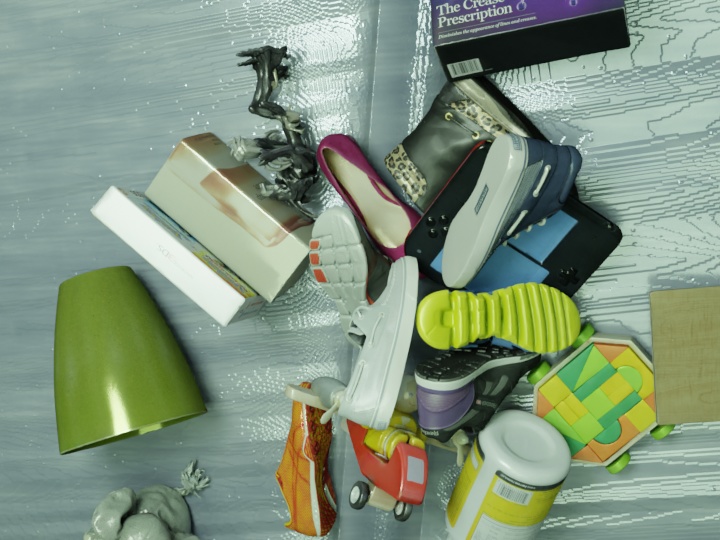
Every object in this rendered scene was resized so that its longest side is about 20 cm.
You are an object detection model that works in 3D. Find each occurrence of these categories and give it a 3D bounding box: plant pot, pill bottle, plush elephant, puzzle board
[{"bbox_3d":[-0.304,0.104,1.341,0.185,0.187,0.203,-19,82,17],"label":"plant pot"},{"bbox_3d":[0.164,0.271,1.266,0.111,0.112,0.202,23,124,8],"label":"pill bottle"},{"bbox_3d":[-0.277,0.350,1.382,0.164,0.155,0.201,35,108,4],"label":"plush elephant"},{"bbox_3d":[0.425,0.090,1.206,0.196,0.017,0.153,-5,96,3],"label":"puzzle board"}]

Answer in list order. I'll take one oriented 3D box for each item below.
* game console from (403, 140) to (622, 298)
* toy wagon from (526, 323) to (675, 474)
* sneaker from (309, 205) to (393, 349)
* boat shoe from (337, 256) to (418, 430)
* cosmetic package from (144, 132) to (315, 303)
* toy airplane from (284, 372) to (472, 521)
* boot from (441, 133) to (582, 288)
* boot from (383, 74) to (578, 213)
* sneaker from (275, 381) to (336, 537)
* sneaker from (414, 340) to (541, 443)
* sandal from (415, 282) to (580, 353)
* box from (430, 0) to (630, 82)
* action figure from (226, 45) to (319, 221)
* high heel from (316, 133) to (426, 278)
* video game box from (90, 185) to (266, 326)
[{"bbox_3d":[0.165,-0.030,1.210,0.198,0.031,0.177,31,126,-12],"label":"game console"},{"bbox_3d":[0.264,0.167,1.268,0.200,0.040,0.155,-43,89,18],"label":"toy wagon"},{"bbox_3d":[0.000,0.000,1.257,0.076,0.082,0.202,9,132,30],"label":"sneaker"},{"bbox_3d":[0.018,0.072,1.178,0.067,0.072,0.203,13,71,-2],"label":"boat shoe"},{"bbox_3d":[-0.144,-0.066,1.288,0.199,0.103,0.088,40,107,1],"label":"cosmetic package"},{"bbox_3d":[0.029,0.172,1.249,0.198,0.199,0.142,37,111,17],"label":"toy airplane"},{"bbox_3d":[0.159,-0.053,1.147,0.089,0.073,0.201,6,135,-19],"label":"boot"},{"bbox_3d":[0.135,-0.113,1.224,0.200,0.073,0.150,45,112,-5],"label":"boot"},{"bbox_3d":[-0.076,0.239,1.355,0.076,0.073,0.204,4,100,23],"label":"sneaker"},{"bbox_3d":[0.131,0.134,1.225,0.075,0.198,0.089,15,111,43],"label":"sneaker"},{"bbox_3d":[0.150,0.053,1.216,0.197,0.087,0.081,5,85,-11],"label":"sandal"},{"bbox_3d":[0.175,-0.296,1.141,0.197,0.079,0.143,-9,66,15],"label":"box"},{"bbox_3d":[-0.106,-0.151,1.255,0.101,0.119,0.203,-13,92,-14],"label":"action figure"},{"bbox_3d":[0.018,-0.071,1.248,0.067,0.096,0.202,-27,94,18],"label":"high heel"},{"bbox_3d":[-0.205,-0.018,1.270,0.199,0.182,0.047,40,96,2],"label":"video game box"}]
